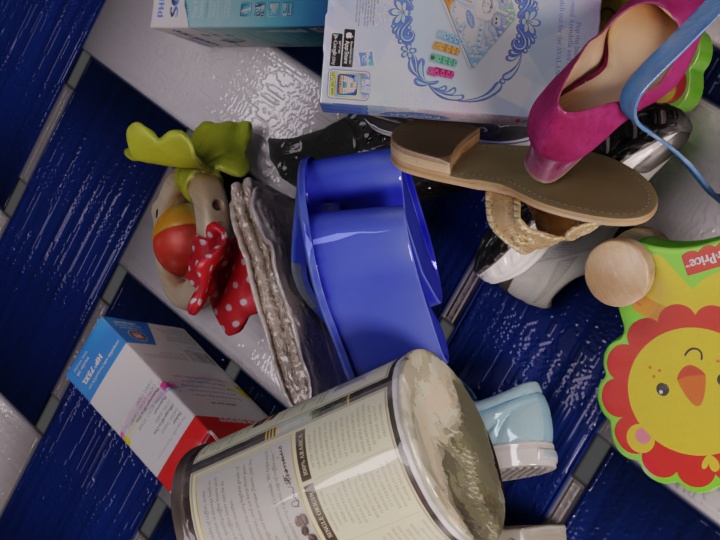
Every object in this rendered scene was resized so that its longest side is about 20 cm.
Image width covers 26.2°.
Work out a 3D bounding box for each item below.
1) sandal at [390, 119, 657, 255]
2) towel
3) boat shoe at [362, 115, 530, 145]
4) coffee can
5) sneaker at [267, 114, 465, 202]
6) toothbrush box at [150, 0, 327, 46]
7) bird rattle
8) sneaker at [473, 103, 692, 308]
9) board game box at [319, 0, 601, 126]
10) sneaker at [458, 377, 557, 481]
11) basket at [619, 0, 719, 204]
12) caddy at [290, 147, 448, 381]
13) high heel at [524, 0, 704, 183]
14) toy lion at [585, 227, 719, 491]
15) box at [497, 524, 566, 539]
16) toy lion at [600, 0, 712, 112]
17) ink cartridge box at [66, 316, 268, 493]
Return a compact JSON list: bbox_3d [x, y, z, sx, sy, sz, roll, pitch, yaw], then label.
[{"bbox_3d":[0.116,-0.048,1.104,0.210,0.078,0.070,20,131,29],"label":"sandal"},{"bbox_3d":[-0.043,0.025,1.253,0.034,0.132,0.202,-24,72,21],"label":"towel"},{"bbox_3d":[0.081,-0.135,1.175,0.198,0.066,0.071,6,82,29],"label":"boat shoe"},{"bbox_3d":[-0.016,0.162,1.120,0.199,0.146,0.148,-25,70,22],"label":"coffee can"},{"bbox_3d":[0.019,-0.098,1.270,0.199,0.060,0.105,-25,70,28],"label":"sneaker"},{"bbox_3d":[-0.077,-0.273,1.343,0.198,0.085,0.148,4,87,33],"label":"toothbrush box"},{"bbox_3d":[-0.135,-0.032,1.347,0.163,0.112,0.202,-45,60,56],"label":"bird rattle"},{"bbox_3d":[0.174,-0.048,1.153,0.200,0.079,0.074,-44,20,30],"label":"sneaker"},{"bbox_3d":[0.076,-0.209,1.121,0.197,0.043,0.202,5,86,3],"label":"board game box"},{"bbox_3d":[0.061,0.127,1.213,0.198,0.074,0.083,-9,70,24],"label":"sneaker"},{"bbox_3d":[0.280,-0.147,1.043,0.200,0.176,0.139,-51,49,6],"label":"basket"},{"bbox_3d":[0.000,0.000,1.186,0.104,0.201,0.142,-11,44,9],"label":"caddy"},{"bbox_3d":[0.184,-0.145,1.042,0.067,0.096,0.201,35,72,8],"label":"high heel"},{"bbox_3d":[0.254,0.053,1.070,0.199,0.069,0.193,-19,91,30],"label":"toy lion"},{"bbox_3d":[0.057,0.232,1.190,0.198,0.082,0.069,-7,80,31],"label":"box"},{"bbox_3d":[0.177,-0.195,1.185,0.199,0.068,0.194,17,100,34],"label":"toy lion"},{"bbox_3d":[-0.144,0.128,1.314,0.200,0.116,0.068,42,106,31],"label":"ink cartridge box"}]
